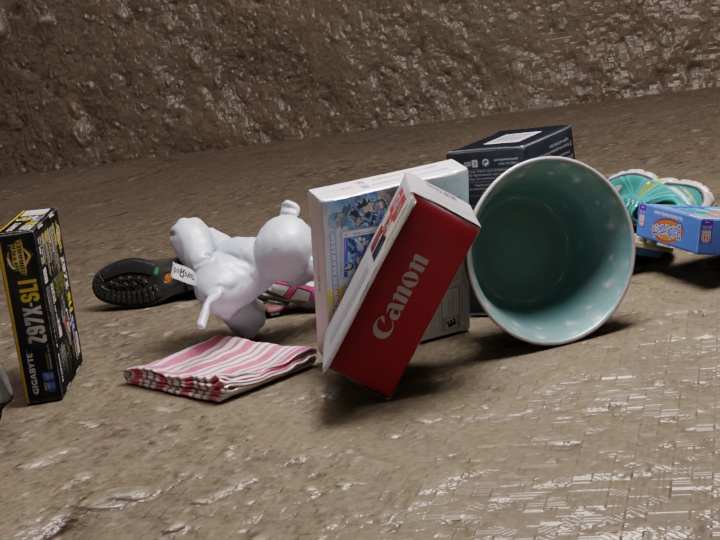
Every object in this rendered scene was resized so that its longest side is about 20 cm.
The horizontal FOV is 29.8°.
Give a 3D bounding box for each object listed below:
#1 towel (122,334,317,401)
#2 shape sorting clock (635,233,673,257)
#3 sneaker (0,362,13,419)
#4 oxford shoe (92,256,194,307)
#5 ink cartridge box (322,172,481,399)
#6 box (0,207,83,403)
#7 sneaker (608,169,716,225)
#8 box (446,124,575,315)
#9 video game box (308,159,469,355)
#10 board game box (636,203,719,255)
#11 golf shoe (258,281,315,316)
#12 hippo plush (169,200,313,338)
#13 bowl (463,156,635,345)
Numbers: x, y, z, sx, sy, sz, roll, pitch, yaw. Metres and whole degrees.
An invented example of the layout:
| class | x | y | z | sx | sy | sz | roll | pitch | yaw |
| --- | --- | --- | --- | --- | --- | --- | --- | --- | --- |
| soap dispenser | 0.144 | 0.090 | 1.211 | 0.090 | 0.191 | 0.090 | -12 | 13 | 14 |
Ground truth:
| class | x | y | z | sx | sy | sz | roll | pitch | yaw |
| --- | --- | --- | --- | --- | --- | --- | --- | --- | --- |
| towel | -0.163 | 0.105 | 1.554 | 0.145 | 0.030 | 0.199 | -18 | 15 | -40 |
| shape sorting clock | 0.314 | -0.050 | 1.782 | 0.197 | 0.040 | 0.200 | 7 | 6 | -1 |
| sneaker | -0.449 | 0.147 | 1.482 | 0.199 | 0.098 | 0.071 | -29 | 12 | 35 |
| oxford shoe | -0.296 | 0.016 | 2.003 | 0.197 | 0.074 | 0.084 | -7 | -4 | 2 |
| ink cartridge box | 0.039 | 0.018 | 1.382 | 0.083 | 0.202 | 0.176 | 26 | 11 | -6 |
| box | -0.379 | 0.038 | 1.611 | 0.049 | 0.203 | 0.160 | -8 | 13 | -3 |
| sneaker | 0.404 | -0.095 | 1.919 | 0.079 | 0.078 | 0.199 | -29 | 22 | -35 |
| box | 0.194 | -0.062 | 1.645 | 0.106 | 0.203 | 0.148 | -2 | 13 | 32 |
| video game box | 0.035 | -0.009 | 1.516 | 0.180 | 0.203 | 0.047 | -14 | 27 | -24 |
| board game box | 0.462 | -0.049 | 1.659 | 0.197 | 0.046 | 0.152 | 1 | 9 | -16 |
| golf shoe | -0.074 | 0.006 | 1.795 | 0.197 | 0.093 | 0.073 | -7 | 11 | 2 |
| hippo plush | -0.133 | -0.025 | 1.646 | 0.160 | 0.160 | 0.200 | -32 | -15 | 7 |
| bowl | 0.191 | -0.022 | 1.498 | 0.198 | 0.204 | 0.105 | -12 | 5 | -16 |
